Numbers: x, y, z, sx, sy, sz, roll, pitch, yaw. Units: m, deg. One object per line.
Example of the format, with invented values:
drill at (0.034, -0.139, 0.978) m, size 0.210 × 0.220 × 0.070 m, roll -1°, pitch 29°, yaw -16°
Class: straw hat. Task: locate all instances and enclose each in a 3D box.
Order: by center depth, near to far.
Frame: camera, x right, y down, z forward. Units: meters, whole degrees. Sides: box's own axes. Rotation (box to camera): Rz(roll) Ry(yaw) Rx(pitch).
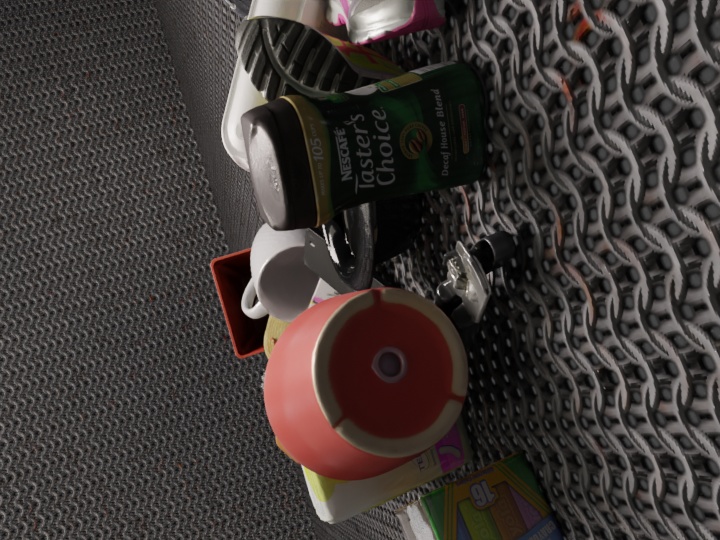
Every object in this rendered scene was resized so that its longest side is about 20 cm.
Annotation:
straw hat at (-0.090, 0.096, 1.202) m, size 0.085 × 0.202 × 0.201 m, roll 36°, pitch -175°, yaw -32°

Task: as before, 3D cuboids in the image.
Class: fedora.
fedora at (0.012, -0.081, 0.716) m, size 0.200 × 0.090 × 0.205 m, roll 167°, pitch 90°, yaw -72°

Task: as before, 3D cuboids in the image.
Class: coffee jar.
coffee jar at (0.003, -0.103, 0.533) m, size 0.085 × 0.197 × 0.106 m, roll -140°, pitch 36°, yaw -61°

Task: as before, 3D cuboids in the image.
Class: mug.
mug at (-0.141, 0.001, 1.139) m, size 0.147 × 0.200 × 0.176 m, roll 37°, pitch -168°, yaw -31°

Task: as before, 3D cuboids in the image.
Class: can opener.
can opener at (0.107, 0.026, 0.596) m, size 0.054 × 0.066 × 0.201 m, roll 62°, pitch 173°, yaw 21°

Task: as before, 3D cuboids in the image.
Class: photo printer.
photo printer at (-0.081, -0.203, 0.711) m, size 0.166 × 0.068 × 0.204 m, roll -22°, pitch -50°, yaw -73°

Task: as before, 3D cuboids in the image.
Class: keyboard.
keyboard at (0.000, 0.000, 0.877) m, size 0.199 × 0.039 × 0.105 m, roll 37°, pitch 140°, yaw 27°

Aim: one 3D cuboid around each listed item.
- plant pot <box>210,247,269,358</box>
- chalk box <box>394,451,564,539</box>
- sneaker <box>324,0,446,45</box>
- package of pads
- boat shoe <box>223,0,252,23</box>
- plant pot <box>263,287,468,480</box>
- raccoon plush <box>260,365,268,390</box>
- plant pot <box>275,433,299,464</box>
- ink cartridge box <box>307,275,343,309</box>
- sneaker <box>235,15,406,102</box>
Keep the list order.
plant pot at (-0.184, 0.055, 1.348) m, size 0.176 × 0.196 × 0.204 m, roll 142°, pitch 112°, yaw -84°
chalk box at (0.135, 0.305, 0.625) m, size 0.125 × 0.122 × 0.203 m, roll 111°, pitch 139°, yaw -62°
sneaker at (0.011, -0.261, 0.571) m, size 0.200 × 0.080 × 0.090 m, roll -129°, pitch 26°, yaw -52°
package of pads at (0.021, 0.183, 0.743) m, size 0.068 × 0.197 × 0.157 m, roll 156°, pitch 97°, yaw -72°
boat shoe at (-0.121, -0.323, 0.808) m, size 0.199 × 0.067 × 0.073 m, roll 36°, pitch -144°, yaw -44°
plant pot at (0.009, 0.104, 0.621) m, size 0.177 × 0.197 × 0.204 m, roll 130°, pitch 122°, yaw -71°
raccoon plush at (-0.113, 0.241, 1.080) m, size 0.202 × 0.095 × 0.136 m, roll -93°, pitch -3°, yaw -46°
plant pot at (0.003, 0.207, 0.869) m, size 0.139 × 0.200 × 0.202 m, roll 36°, pitch 147°, yaw 23°
ink cartridge box at (-0.047, 0.097, 0.939) m, size 0.117 × 0.066 × 0.202 m, roll 94°, pitch -167°, yaw -51°
sneaker at (-0.026, -0.183, 0.606) m, size 0.079 × 0.197 × 0.091 m, roll -57°, pitch 27°, yaw 27°
